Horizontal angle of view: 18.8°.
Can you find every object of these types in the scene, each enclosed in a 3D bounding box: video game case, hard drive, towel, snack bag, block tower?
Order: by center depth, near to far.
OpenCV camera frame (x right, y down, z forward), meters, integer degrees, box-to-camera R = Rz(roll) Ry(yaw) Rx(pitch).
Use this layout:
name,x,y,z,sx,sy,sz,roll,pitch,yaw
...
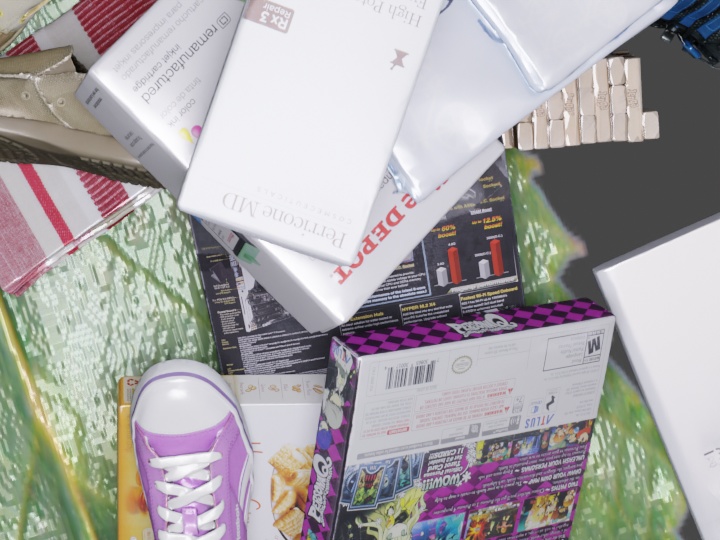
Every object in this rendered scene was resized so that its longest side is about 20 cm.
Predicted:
name,x,y,z,sx,sy,sz,roll,pitch,yaw
snack bag,0.050,-0.169,1.195,0.200,0.021,0.189,-37,95,-8
video game case,0.058,0.115,1.339,0.199,0.036,0.183,-8,118,-34
towel,-0.169,-0.093,1.345,0.199,0.023,0.144,-35,65,2
block tower,0.084,-0.103,1.371,0.198,0.054,0.058,-4,99,-3
hard drive,0.249,0.065,1.417,0.131,0.025,0.201,-23,99,0

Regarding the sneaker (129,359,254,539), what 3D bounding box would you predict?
name,x,y,z,sx,sy,sz,roll,pitch,yaw
sneaker,-0.095,0.159,1.297,0.072,0.115,0.202,-7,119,0

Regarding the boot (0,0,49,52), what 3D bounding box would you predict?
name,x,y,z,sx,sy,sz,roll,pitch,yaw
boot,-0.212,-0.183,1.293,0.200,0.155,0.072,-42,100,6

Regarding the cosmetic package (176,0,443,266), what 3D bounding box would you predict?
name,x,y,z,sx,sy,sz,roll,pitch,yaw
cosmetic package,-0.020,-0.111,1.143,0.101,0.074,0.202,18,89,-6

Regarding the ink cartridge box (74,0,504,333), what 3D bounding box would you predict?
name,x,y,z,sx,sy,sz,roll,pitch,yaw
ink cartridge box,-0.039,-0.084,1.230,0.200,0.084,0.145,45,77,-7

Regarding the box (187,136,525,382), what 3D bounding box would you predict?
name,x,y,z,sx,sy,sz,roll,pitch,yaw
box,0.000,0.000,1.353,0.198,0.050,0.159,-10,120,0

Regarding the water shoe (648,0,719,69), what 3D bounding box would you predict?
name,x,y,z,sx,sy,sz,roll,pitch,yaw
water shoe,0.217,-0.162,1.361,0.198,0.072,0.080,-4,100,-2

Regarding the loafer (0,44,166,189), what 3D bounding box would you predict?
name,x,y,z,sx,sy,sz,roll,pitch,yaw
loafer,-0.190,-0.100,1.301,0.198,0.076,0.068,14,78,8

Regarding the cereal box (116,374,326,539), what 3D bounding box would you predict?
name,x,y,z,sx,sy,sz,roll,pitch,yaw
cereal box,-0.055,0.134,1.375,0.198,0.040,0.145,0,121,-6
